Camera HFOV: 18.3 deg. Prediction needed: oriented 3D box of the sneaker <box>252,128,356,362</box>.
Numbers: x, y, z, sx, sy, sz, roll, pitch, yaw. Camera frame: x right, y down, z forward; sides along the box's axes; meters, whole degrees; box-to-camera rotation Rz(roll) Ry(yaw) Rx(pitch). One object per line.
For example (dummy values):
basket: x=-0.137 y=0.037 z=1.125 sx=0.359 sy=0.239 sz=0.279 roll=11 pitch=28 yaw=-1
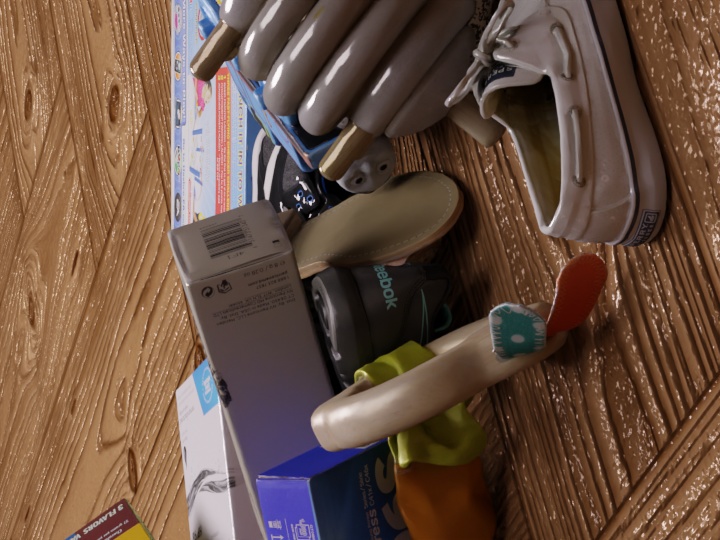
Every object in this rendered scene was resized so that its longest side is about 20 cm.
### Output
sneaker: x=-0.033 y=-0.013 z=1.479 sx=0.112 sy=0.073 sz=0.201 roll=163 pitch=105 yaw=-68

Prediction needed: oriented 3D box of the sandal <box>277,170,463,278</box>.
sandal: x=0.002 y=-0.004 z=1.396 sx=0.211 sy=0.070 sz=0.078 roll=-11 pitch=39 yaw=43

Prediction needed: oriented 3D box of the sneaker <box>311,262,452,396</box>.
sneaker: x=0.021 y=0.059 z=1.347 sx=0.200 sy=0.079 sz=0.076 roll=84 pitch=166 yaw=-61

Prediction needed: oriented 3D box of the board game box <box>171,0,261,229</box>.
board game box: x=-0.088 y=-0.118 z=1.649 sx=0.196 sy=0.056 sz=0.201 roll=-171 pitch=81 yaw=-69

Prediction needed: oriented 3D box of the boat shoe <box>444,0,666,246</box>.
boat shoe: x=0.085 y=-0.097 z=1.136 sx=0.075 sy=0.086 sz=0.203 roll=119 pitch=144 yaw=-52

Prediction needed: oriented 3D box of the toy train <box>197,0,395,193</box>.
toy train: x=-0.032 y=-0.122 z=1.393 sx=0.200 sy=0.086 sz=0.114 roll=52 pitch=169 yaw=52

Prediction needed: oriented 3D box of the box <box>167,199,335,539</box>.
box: x=-0.055 y=0.065 z=1.362 sx=0.082 sy=0.068 sz=0.201 roll=-118 pitch=12 yaw=-62

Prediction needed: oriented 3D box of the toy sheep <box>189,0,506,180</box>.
toy sheep: x=-0.006 y=-0.129 z=1.198 sx=0.138 sy=0.200 sz=0.138 roll=-54 pitch=3 yaw=4

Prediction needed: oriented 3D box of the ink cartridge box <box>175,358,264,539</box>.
ink cartridge box: x=-0.080 y=0.166 z=1.617 sx=0.116 sy=0.066 sz=0.201 roll=135 pitch=130 yaw=-63

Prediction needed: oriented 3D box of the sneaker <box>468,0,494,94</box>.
sneaker: x=0.036 y=-0.183 z=1.309 sx=0.200 sy=0.077 sz=0.089 roll=58 pitch=134 yaw=44

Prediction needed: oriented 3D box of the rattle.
rattle: x=0.076 y=0.086 z=1.195 sx=0.200 sy=0.130 sz=0.143 roll=-22 pitch=79 yaw=41

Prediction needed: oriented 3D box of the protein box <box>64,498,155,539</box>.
protein box: x=-0.147 y=0.307 z=1.582 sx=0.200 sy=0.135 sz=0.199 roll=59 pitch=172 yaw=-25

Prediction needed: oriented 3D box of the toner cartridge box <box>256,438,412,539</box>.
toner cartridge box: x=0.003 y=0.200 z=1.289 sx=0.043 sy=0.095 sz=0.201 roll=-3 pitch=103 yaw=41
